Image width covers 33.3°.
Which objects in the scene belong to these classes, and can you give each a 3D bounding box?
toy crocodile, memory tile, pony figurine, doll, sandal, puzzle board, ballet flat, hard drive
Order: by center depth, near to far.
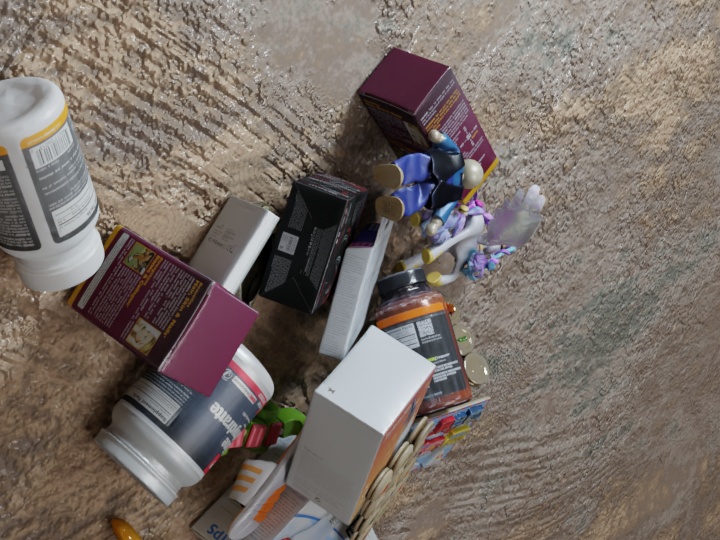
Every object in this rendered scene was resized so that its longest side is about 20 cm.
[{"bbox_3d":[-0.179,0.009,1.446,0.026,0.132,0.201,33,86,-27],"label":"hard drive"},{"bbox_3d":[-0.135,-0.006,1.486,0.067,0.046,0.201,48,43,-33],"label":"ballet flat"},{"bbox_3d":[0.092,-0.111,1.554,0.199,0.048,0.138,-19,112,-50],"label":"doll"},{"bbox_3d":[-0.127,0.271,1.632,0.207,0.059,0.079,-52,163,-23],"label":"sandal"},{"bbox_3d":[-0.158,0.217,1.636,0.199,0.061,0.068,4,108,-47],"label":"toy crocodile"},{"bbox_3d":[0.041,0.299,1.681,0.153,0.017,0.201,-48,164,-36],"label":"memory tile"},{"bbox_3d":[0.161,-0.066,1.771,0.198,0.167,0.195,-16,139,-30],"label":"pony figurine"},{"bbox_3d":[0.098,0.259,1.790,0.199,0.017,0.151,-10,141,-46],"label":"puzzle board"},{"bbox_3d":[0.101,0.126,1.812,0.199,0.017,0.155,-18,80,-41],"label":"memory tile"}]

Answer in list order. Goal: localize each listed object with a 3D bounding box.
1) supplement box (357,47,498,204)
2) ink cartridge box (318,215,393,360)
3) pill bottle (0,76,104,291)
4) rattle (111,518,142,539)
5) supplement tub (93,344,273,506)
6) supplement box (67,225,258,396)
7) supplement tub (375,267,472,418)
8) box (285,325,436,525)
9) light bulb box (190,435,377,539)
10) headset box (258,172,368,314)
[{"bbox_3d":[0.095,-0.195,1.640,0.086,0.110,0.200,-51,139,-13],"label":"supplement box"},{"bbox_3d":[0.000,0.000,1.623,0.196,0.043,0.202,-51,157,-77],"label":"ink cartridge box"},{"bbox_3d":[-0.335,-0.086,1.238,0.116,0.116,0.202,-34,134,-29],"label":"pill bottle"},{"bbox_3d":[-0.320,0.443,1.586,0.200,0.131,0.142,-43,132,19],"label":"rattle"},{"bbox_3d":[-0.216,0.174,1.488,0.200,0.140,0.141,-49,138,-16],"label":"supplement tub"},{"bbox_3d":[-0.223,0.043,1.348,0.086,0.199,0.111,38,83,-47],"label":"supplement box"},{"bbox_3d":[0.084,0.102,1.708,0.106,0.106,0.202,-10,81,-43],"label":"supplement tub"},{"bbox_3d":[-0.001,0.205,1.590,0.152,0.106,0.201,-46,162,-44],"label":"box"},{"bbox_3d":[-0.105,0.378,1.734,0.200,0.124,0.199,-44,137,-22],"label":"light bulb box"},{"bbox_3d":[-0.054,-0.041,1.536,0.200,0.074,0.150,-42,151,-79],"label":"headset box"}]
